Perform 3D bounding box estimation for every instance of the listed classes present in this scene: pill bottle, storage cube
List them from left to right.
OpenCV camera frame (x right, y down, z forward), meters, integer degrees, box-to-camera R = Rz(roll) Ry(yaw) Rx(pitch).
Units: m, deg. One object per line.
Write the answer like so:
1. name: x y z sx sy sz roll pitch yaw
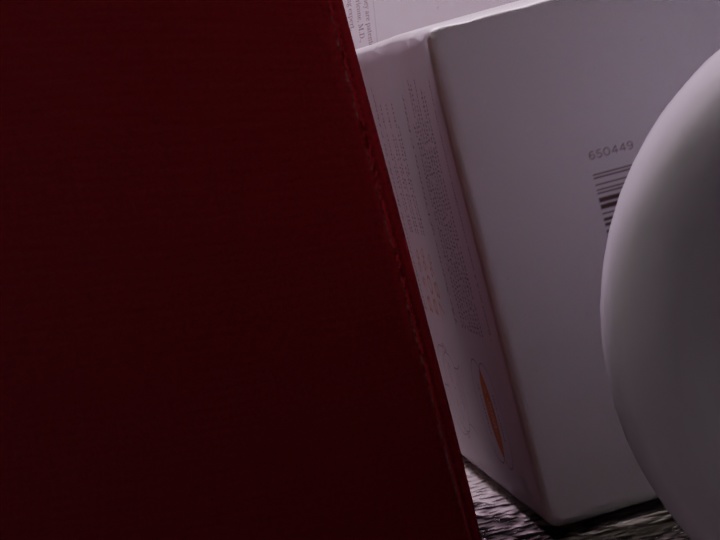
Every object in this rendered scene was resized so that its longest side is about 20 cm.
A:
1. storage cube: -0.080 0.005 0.624 0.199 0.181 0.171 -14 4 -5
2. pill bottle: 0.113 -0.005 0.518 0.111 0.113 0.200 -14 4 15

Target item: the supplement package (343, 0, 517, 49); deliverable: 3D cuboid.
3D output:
1. supplement package: 0.060 -0.156 1.105 0.199 0.192 0.147 -14 -18 28

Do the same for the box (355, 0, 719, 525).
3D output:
1. box: 0.064 -0.014 0.737 0.097 0.125 0.200 -15 5 -6
